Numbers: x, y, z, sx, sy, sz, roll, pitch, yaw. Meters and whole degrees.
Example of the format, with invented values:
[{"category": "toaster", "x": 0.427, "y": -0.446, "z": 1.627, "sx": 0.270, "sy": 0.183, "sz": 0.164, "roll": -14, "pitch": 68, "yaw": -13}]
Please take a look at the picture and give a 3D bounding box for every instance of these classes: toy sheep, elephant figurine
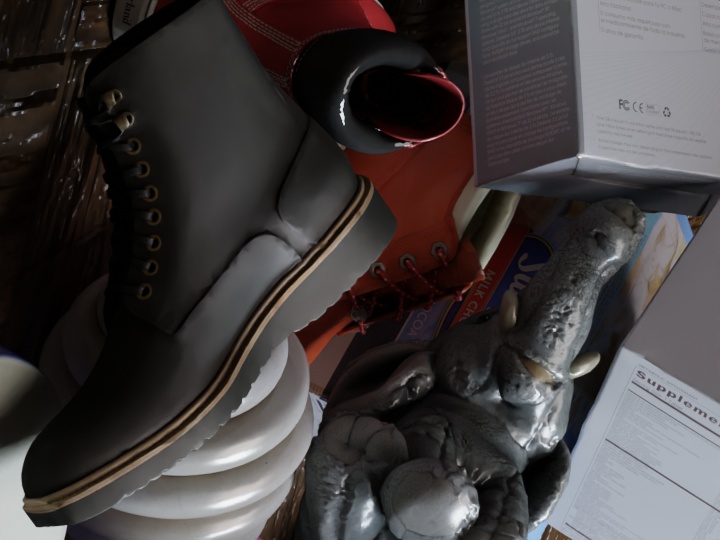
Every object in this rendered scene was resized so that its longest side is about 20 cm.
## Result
[{"category": "toy sheep", "x": -0.082, "y": 0.055, "z": 1.266, "sx": 0.138, "sy": 0.137, "sz": 0.201, "roll": -41, "pitch": 145, "yaw": -42}, {"category": "elephant figurine", "x": 0.051, "y": 0.077, "z": 1.354, "sx": 0.200, "sy": 0.154, "sz": 0.142, "roll": -65, "pitch": 147, "yaw": -45}]

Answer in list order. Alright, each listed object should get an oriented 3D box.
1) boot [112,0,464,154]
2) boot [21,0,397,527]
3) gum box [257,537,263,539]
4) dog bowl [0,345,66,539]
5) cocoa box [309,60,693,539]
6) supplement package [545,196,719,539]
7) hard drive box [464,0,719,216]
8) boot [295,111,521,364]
[{"category": "boot", "x": -0.001, "y": -0.086, "z": 1.280, "sx": 0.200, "sy": 0.144, "sz": 0.073, "roll": 1, "pitch": 110, "yaw": -64}, {"category": "boot", "x": -0.092, "y": -0.010, "z": 1.142, "sx": 0.200, "sy": 0.077, "sz": 0.139, "roll": -48, "pitch": 113, "yaw": -32}, {"category": "gum box", "x": -0.072, "y": 0.225, "z": 1.422, "sx": 0.201, "sy": 0.113, "sz": 0.066, "roll": -59, "pitch": -179, "yaw": -16}, {"category": "dog bowl", "x": -0.201, "y": 0.109, "z": 1.132, "sx": 0.200, "sy": 0.079, "sz": 0.201, "roll": -43, "pitch": 146, "yaw": -39}, {"category": "cocoa box", "x": 0.069, "y": 0.021, "z": 1.519, "sx": 0.201, "sy": 0.131, "sz": 0.133, "roll": -59, "pitch": 154, "yaw": -14}, {"category": "supplement package", "x": 0.179, "y": 0.071, "z": 1.435, "sx": 0.110, "sy": 0.113, "sz": 0.200, "roll": -54, "pitch": 170, "yaw": -28}, {"category": "hard drive box", "x": 0.130, "y": -0.136, "z": 1.411, "sx": 0.155, "sy": 0.077, "sz": 0.201, "roll": 7, "pitch": 76, "yaw": -39}, {"category": "boot", "x": 0.000, "y": 0.000, "z": 1.401, "sx": 0.201, "sy": 0.107, "sz": 0.075, "roll": -57, "pitch": 156, "yaw": -15}]
